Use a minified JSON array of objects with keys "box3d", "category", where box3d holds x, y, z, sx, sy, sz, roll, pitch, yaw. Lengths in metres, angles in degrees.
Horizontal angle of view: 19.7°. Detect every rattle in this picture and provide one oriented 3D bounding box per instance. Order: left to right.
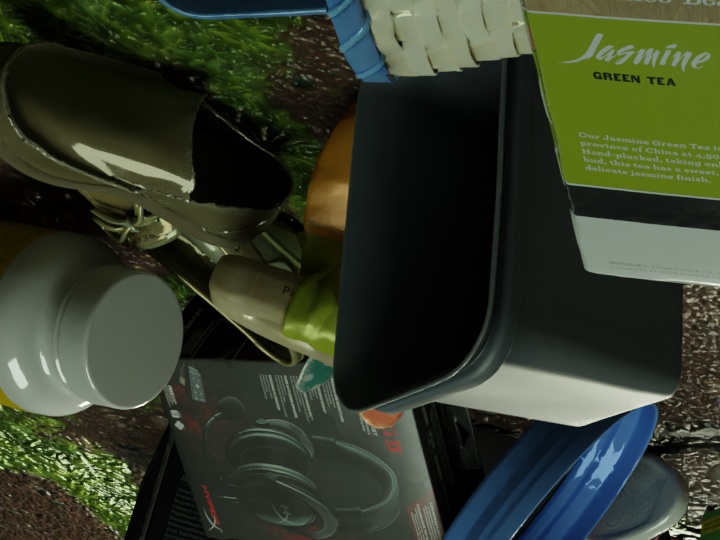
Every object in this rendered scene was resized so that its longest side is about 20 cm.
[{"box3d":[0.000,0.000,1.157,0.130,0.144,0.200,0,165,23],"category":"rattle"}]

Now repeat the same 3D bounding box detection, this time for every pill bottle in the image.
[{"box3d":[-0.206,0.027,1.254,0.199,0.112,0.111,9,156,38],"category":"pill bottle"}]

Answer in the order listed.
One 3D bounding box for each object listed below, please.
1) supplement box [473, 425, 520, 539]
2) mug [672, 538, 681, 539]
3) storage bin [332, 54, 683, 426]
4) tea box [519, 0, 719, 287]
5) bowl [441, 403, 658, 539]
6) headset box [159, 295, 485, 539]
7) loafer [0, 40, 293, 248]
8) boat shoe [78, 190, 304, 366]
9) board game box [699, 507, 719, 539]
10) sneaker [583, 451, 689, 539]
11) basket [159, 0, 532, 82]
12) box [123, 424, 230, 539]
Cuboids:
[{"box3d":[0.052,0.189,1.491,0.101,0.104,0.200,17,152,-7],"category":"supplement box"},{"box3d":[0.307,0.296,1.521,0.199,0.134,0.177,19,-176,-18],"category":"mug"},{"box3d":[0.075,-0.017,0.993,0.134,0.201,0.145,18,155,-29],"category":"storage bin"},{"box3d":[0.148,-0.123,0.729,0.133,0.201,0.197,6,151,17],"category":"tea box"},{"box3d":[0.110,0.151,1.301,0.039,0.201,0.201,38,160,20],"category":"bowl"},{"box3d":[-0.017,0.097,1.315,0.199,0.077,0.149,2,123,26],"category":"headset box"},{"box3d":[-0.116,-0.074,1.105,0.200,0.076,0.067,21,154,-36],"category":"loafer"},{"box3d":[-0.098,-0.017,1.205,0.073,0.063,0.200,-12,140,44],"category":"boat shoe"},{"box3d":[0.344,0.179,1.406,0.134,0.029,0.200,25,151,-20],"category":"board game box"},{"box3d":[0.192,0.176,1.440,0.099,0.071,0.200,22,157,-21],"category":"sneaker"},{"box3d":[-0.002,-0.156,0.804,0.199,0.140,0.177,0,150,9],"category":"basket"},{"box3d":[-0.120,0.229,1.546,0.123,0.197,0.200,17,153,-8],"category":"box"}]
